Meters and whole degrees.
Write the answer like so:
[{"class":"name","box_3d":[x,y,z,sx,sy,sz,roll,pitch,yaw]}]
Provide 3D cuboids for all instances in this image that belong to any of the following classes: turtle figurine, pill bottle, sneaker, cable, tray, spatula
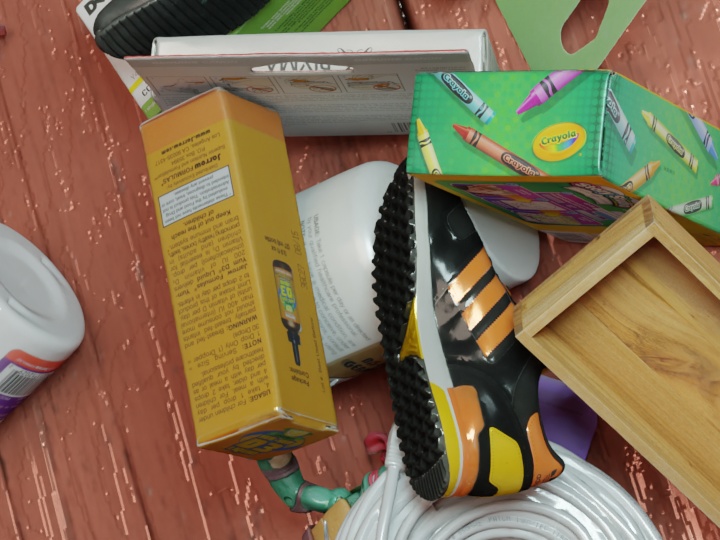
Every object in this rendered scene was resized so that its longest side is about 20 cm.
[{"class":"turtle figurine","box_3d":[-0.021,0.171,1.626,0.201,0.100,0.150,-60,39,28]},{"class":"pill bottle","box_3d":[-0.283,0.069,1.796,0.200,0.111,0.112,-42,63,18]},{"class":"sneaker","box_3d":[0.062,0.031,1.516,0.070,0.089,0.201,127,140,-59]},{"class":"cable","box_3d":[0.076,0.189,1.522,0.199,0.069,0.201,27,67,-1]},{"class":"tray","box_3d":[0.185,0.060,1.477,0.099,0.200,0.037,-40,21,19]},{"class":"sneaker","box_3d":[-0.082,-0.204,1.655,0.199,0.074,0.089,-33,66,5]},{"class":"pill bottle","box_3d":[0.000,0.000,1.632,0.199,0.114,0.115,-24,70,27]},{"class":"spatula","box_3d":[0.088,0.161,1.604,0.056,0.021,0.201,16,94,13]}]

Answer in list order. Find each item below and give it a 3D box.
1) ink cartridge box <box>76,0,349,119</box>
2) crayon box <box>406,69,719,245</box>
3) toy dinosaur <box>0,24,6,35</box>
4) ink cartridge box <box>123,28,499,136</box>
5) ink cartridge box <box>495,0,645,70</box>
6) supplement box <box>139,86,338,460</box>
[{"class":"ink cartridge box","box_3d":[-0.116,-0.208,1.760,0.148,0.076,0.200,-44,64,18]},{"class":"crayon box","box_3d":[0.125,-0.059,1.514,0.118,0.200,0.059,2,81,31]},{"class":"toy dinosaur","box_3d":[-0.333,-0.062,1.868,0.199,0.105,0.183,-6,99,18]},{"class":"ink cartridge box","box_3d":[-0.024,-0.118,1.596,0.199,0.174,0.044,-1,77,8]},{"class":"ink cartridge box","box_3d":[0.086,-0.204,1.614,0.201,0.048,0.146,68,150,23]},{"class":"supplement box","box_3d":[-0.069,0.003,1.567,0.069,0.066,0.201,-24,66,26]}]
